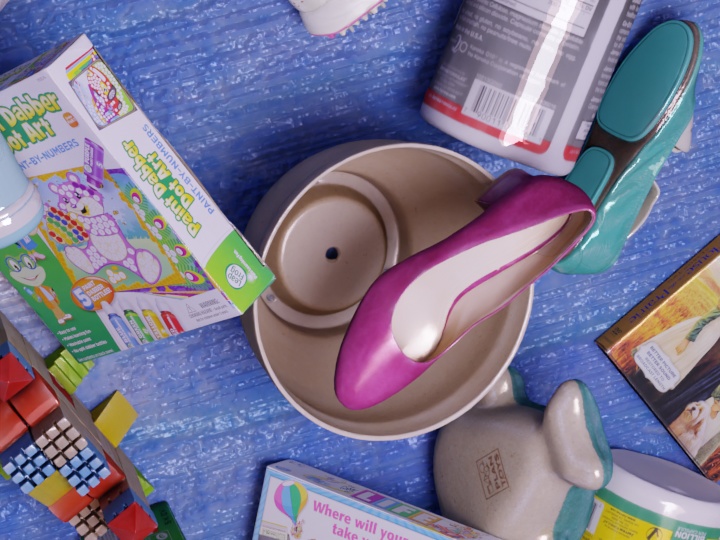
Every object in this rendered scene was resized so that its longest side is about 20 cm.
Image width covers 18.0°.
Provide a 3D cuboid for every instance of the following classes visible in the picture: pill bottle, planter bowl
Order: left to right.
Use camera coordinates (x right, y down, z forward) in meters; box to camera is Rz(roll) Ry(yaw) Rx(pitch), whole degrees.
[{"bbox_3d":[0.000,0.000,1.540,0.200,0.135,0.201,-6,106,-21],"label":"planter bowl"},{"bbox_3d":[0.127,-0.176,1.541,0.114,0.114,0.200,19,99,-18],"label":"pill bottle"},{"bbox_3d":[0.193,0.243,1.673,0.113,0.113,0.200,16,100,-18],"label":"pill bottle"}]

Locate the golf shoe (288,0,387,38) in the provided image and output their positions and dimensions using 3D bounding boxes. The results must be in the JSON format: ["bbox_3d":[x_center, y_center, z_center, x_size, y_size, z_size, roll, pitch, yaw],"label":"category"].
[{"bbox_3d":[0.022,-0.247,1.518,0.200,0.075,0.092,-43,107,-1],"label":"golf shoe"}]

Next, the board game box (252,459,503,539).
[{"bbox_3d":[0.012,0.228,1.597,0.200,0.034,0.135,19,104,28],"label":"board game box"}]

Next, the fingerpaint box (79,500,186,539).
[{"bbox_3d":[-0.119,0.274,1.557,0.073,0.200,0.167,-21,108,-8],"label":"fingerpaint box"}]

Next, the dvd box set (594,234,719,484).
[{"bbox_3d":[0.293,0.043,1.687,0.200,0.029,0.146,-40,110,0],"label":"dvd box set"}]

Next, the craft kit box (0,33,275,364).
[{"bbox_3d":[-0.179,-0.040,1.458,0.198,0.200,0.049,54,53,-14],"label":"craft kit box"}]

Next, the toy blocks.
[{"bbox_3d":[-0.209,0.114,1.524,0.100,0.137,0.200,-39,110,-1],"label":"toy blocks"}]

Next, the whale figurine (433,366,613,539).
[{"bbox_3d":[0.131,0.138,1.591,0.104,0.200,0.159,-5,70,-27],"label":"whale figurine"}]

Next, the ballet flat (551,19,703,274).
[{"bbox_3d":[0.194,-0.084,1.617,0.070,0.067,0.200,24,99,-43],"label":"ballet flat"}]

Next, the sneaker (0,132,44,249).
[{"bbox_3d":[-0.308,-0.058,1.399,0.200,0.080,0.131,-19,117,-2],"label":"sneaker"}]

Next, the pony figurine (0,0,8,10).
[{"bbox_3d":[-0.227,-0.240,1.429,0.193,0.167,0.200,-42,95,-8],"label":"pony figurine"}]

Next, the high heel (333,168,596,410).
[{"bbox_3d":[0.067,0.019,1.445,0.200,0.096,0.067,-44,116,-8],"label":"high heel"}]
